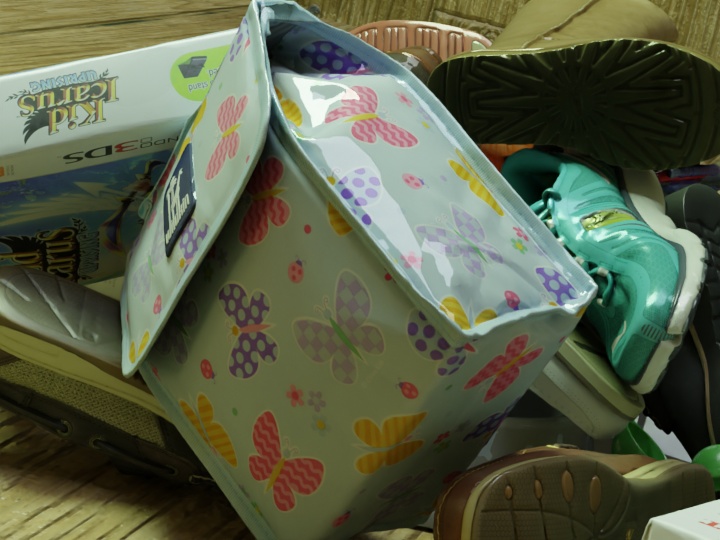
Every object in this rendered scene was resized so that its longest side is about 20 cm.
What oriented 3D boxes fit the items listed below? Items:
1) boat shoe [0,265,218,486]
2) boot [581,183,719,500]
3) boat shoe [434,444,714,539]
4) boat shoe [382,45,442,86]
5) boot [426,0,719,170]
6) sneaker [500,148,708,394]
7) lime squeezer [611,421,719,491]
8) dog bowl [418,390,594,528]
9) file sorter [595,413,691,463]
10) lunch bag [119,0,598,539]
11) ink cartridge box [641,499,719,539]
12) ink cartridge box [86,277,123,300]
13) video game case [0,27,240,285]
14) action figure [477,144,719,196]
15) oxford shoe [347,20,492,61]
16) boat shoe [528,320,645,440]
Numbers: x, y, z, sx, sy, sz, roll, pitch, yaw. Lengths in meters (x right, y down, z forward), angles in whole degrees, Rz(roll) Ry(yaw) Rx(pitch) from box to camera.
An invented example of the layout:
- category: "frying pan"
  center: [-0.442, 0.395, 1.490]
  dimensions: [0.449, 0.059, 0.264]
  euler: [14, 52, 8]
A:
- category: "boat shoe"
  center: [-0.099, 0.066, 1.024]
  dimensions: [0.200, 0.065, 0.073]
  euler: [29, 31, -9]
- category: "boot"
  center: [0.160, 0.071, 1.161]
  dimensions: [0.077, 0.200, 0.138]
  euler: [11, -28, -44]
- category: "boat shoe"
  center: [0.088, 0.115, 0.971]
  dimensions: [0.067, 0.072, 0.200]
  euler: [8, 2, 36]
- category: "boat shoe"
  center: [-0.010, -0.071, 1.209]
  dimensions: [0.072, 0.068, 0.200]
  euler: [48, -28, -5]
- category: "boot"
  center: [0.141, -0.115, 1.169]
  dimensions: [0.175, 0.066, 0.200]
  euler: [9, 20, 20]
- category: "sneaker"
  center: [0.115, -0.004, 1.060]
  dimensions: [0.080, 0.078, 0.200]
  euler: [18, 21, -17]
- category: "lime squeezer"
  center: [0.172, 0.084, 1.072]
  dimensions: [0.200, 0.071, 0.038]
  euler: [22, -17, 36]
- category: "dog bowl"
  center: [0.034, 0.076, 1.131]
  dimensions: [0.200, 0.059, 0.200]
  euler: [11, 13, -3]
- category: "file sorter"
  center: [0.191, 0.045, 1.272]
  dimensions: [0.200, 0.125, 0.139]
  euler: [16, 12, 20]
- category: "lunch bag"
  center: [-0.024, 0.004, 0.955]
  dimensions: [0.127, 0.170, 0.200]
  euler: [-11, 56, -45]
- category: "ink cartridge box"
  center: [0.219, 0.153, 0.908]
  dimensions: [0.146, 0.084, 0.200]
  euler: [20, 14, 34]
- category: "ink cartridge box"
  center: [-0.115, -0.009, 1.404]
  dimensions: [0.200, 0.041, 0.200]
  euler: [18, 14, 24]
- category: "video game case"
  center: [-0.116, -0.051, 1.093]
  dimensions: [0.181, 0.046, 0.200]
  euler: [-12, -19, -11]
- category: "action figure"
  center: [0.130, -0.084, 1.276]
  dimensions: [0.193, 0.105, 0.200]
  euler: [-1, 4, 34]
- category: "oxford shoe"
  center: [0.005, -0.104, 1.316]
  dimensions: [0.200, 0.071, 0.074]
  euler: [-7, -23, 30]
- category: "boat shoe"
  center: [0.056, 0.025, 1.080]
  dimensions: [0.200, 0.068, 0.075]
  euler: [43, 10, 26]
